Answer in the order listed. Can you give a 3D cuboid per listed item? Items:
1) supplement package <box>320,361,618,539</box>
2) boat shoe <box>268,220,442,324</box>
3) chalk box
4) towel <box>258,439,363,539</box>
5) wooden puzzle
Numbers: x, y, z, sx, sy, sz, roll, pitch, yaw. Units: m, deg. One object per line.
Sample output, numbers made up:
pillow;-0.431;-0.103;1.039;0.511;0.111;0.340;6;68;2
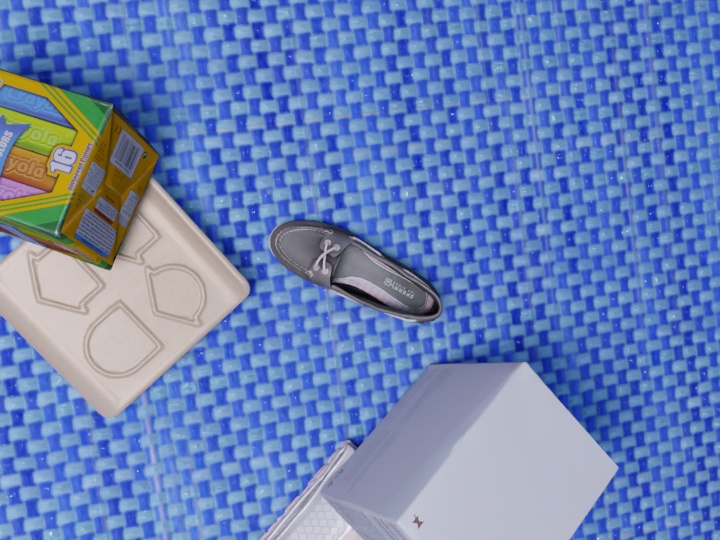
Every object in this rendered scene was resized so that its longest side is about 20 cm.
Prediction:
supplement package;0.100;0.207;0.814;0.147;0.200;0.191;47;69;-10
boat shoe;0.000;0.000;0.873;0.200;0.057;0.067;25;87;-13
chalk box;-0.309;-0.099;0.740;0.199;0.125;0.124;17;79;10
towel;-0.007;0.316;0.900;0.191;0.032;0.200;41;84;-12
wooden puzzle;-0.241;0.017;0.827;0.200;0.046;0.185;-42;100;-3
